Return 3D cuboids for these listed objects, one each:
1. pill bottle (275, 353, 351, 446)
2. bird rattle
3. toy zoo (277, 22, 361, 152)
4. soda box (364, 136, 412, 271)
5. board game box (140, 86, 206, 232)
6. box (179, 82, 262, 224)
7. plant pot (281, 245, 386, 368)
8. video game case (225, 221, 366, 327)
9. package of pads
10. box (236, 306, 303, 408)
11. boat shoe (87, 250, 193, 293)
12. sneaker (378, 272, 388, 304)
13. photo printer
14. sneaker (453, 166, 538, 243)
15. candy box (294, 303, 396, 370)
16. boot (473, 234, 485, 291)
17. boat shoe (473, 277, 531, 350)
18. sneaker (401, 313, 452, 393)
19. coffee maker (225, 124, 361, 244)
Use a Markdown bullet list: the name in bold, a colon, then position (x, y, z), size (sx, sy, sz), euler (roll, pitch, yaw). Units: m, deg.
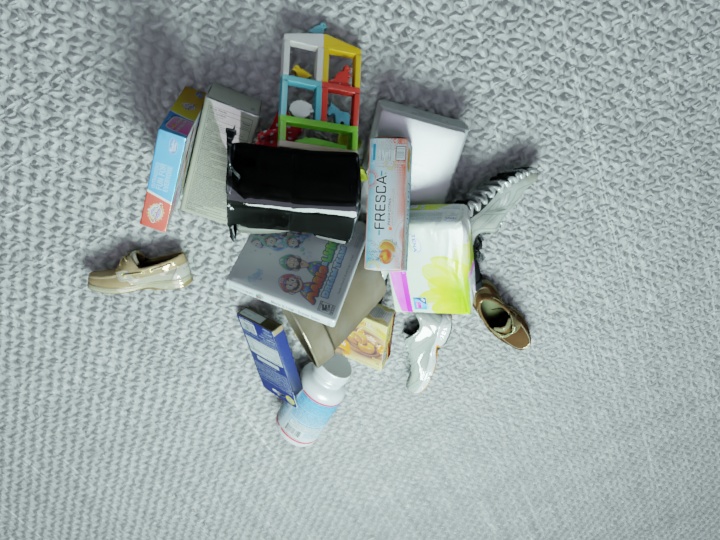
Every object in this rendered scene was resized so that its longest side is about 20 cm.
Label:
- **pill bottle**: position (-0.097, 0.270, 1.272), size (0.106, 0.110, 0.203), euler (23, 117, -18)
- **bird rattle**: position (-0.086, -0.167, 0.993), size (0.193, 0.114, 0.167), euler (5, 126, -15)
- **toy zoo**: position (-0.062, -0.283, 0.923), size (0.127, 0.020, 0.208), euler (5, 85, -20)
- **soda box**: position (0.045, -0.103, 0.945), size (0.061, 0.068, 0.208), euler (3, 90, 13)
- **board game box**: position (-0.288, -0.180, 0.929), size (0.039, 0.202, 0.156), euler (15, 119, -14)
- **box**: position (-0.234, -0.193, 0.997), size (0.092, 0.079, 0.204), euler (17, 119, -15)
- **plant pot**: position (-0.053, 0.034, 1.027), size (0.170, 0.200, 0.204), euler (-30, 122, -10)
- **video game case**: position (-0.093, -0.026, 0.946), size (0.176, 0.204, 0.024), euler (20, 143, 2)
- **package of pads**: position (0.123, -0.017, 1.037), size (0.149, 0.069, 0.205), euler (1, 128, 19)
- **box**: position (-0.180, 0.178, 1.212), size (0.032, 0.119, 0.205), euler (-35, 128, -34)
- **boat shoe**: position (-0.412, -0.003, 1.108), size (0.192, 0.074, 0.072), euler (-5, 111, -3)
- **sneaker**: position (0.000, 0.000, 1.150), size (0.111, 0.076, 0.206), euler (15, 117, 1)
- **photo printer**: position (0.082, -0.174, 1.034), size (0.161, 0.070, 0.205), euler (14, 120, -5)
- **sneaker**: position (0.238, -0.116, 1.060), size (0.197, 0.075, 0.083), euler (-33, 102, -7)
- **candy box**: position (-0.033, 0.103, 1.155), size (0.194, 0.056, 0.118), euler (20, 128, 16)
- **boot**: position (0.147, -0.020, 1.138), size (0.192, 0.074, 0.166), euler (-17, 124, -2)
- **boat shoe**: position (0.287, 0.104, 1.223), size (0.075, 0.075, 0.199), euler (-38, 117, 18)
- **sneaker**: position (0.121, 0.163, 1.255), size (0.089, 0.076, 0.206), euler (16, 112, -6)
- **coffee maker**: position (-0.097, -0.114, 0.876), size (0.192, 0.192, 0.140), euler (2, 85, -8)
